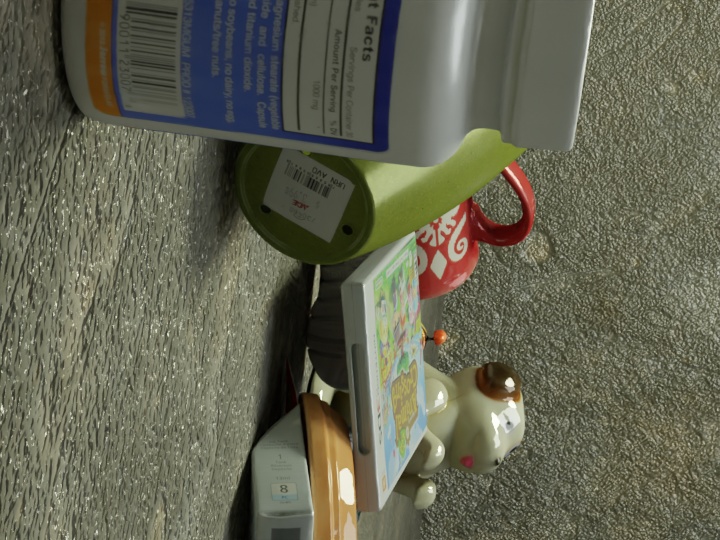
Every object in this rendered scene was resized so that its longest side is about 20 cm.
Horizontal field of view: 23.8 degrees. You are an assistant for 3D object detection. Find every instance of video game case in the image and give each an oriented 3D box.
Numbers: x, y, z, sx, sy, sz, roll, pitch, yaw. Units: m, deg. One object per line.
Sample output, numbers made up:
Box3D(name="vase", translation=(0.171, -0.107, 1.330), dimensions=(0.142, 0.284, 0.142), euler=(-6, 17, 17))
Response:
Box3D(name="video game case", translation=(0.023, 0.075, 1.386), dimensions=(0.200, 0.022, 0.183), euler=(-46, 134, -72))

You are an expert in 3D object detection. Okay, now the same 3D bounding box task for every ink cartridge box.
Box3D(name="ink cartridge box", translation=(-0.069, 0.187, 1.331), dimensions=(0.200, 0.047, 0.161), euler=(-104, -166, -57))

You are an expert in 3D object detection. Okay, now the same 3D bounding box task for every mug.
Box3D(name="mug", translation=(0.066, -0.095, 1.630), dimensions=(0.134, 0.177, 0.201), euler=(-119, -162, -44))

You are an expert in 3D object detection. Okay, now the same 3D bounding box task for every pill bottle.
Box3D(name="pill bottle", translation=(-0.009, -0.102, 0.681), dimensions=(0.112, 0.199, 0.113), euler=(8, 90, -85))

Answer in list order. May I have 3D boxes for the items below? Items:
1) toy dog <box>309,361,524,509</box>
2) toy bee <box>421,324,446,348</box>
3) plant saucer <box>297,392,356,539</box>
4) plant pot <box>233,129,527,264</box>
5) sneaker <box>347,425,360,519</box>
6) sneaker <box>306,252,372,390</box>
Box3D(name="toy dog", translation=(0.058, 0.140, 1.639), dimensions=(0.194, 0.199, 0.140), euler=(-73, 169, -57))
Box3D(name="toy bee", translation=(0.031, 0.088, 1.770), dimensions=(0.131, 0.108, 0.201), euler=(-67, 163, -63))
Box3D(name="plant saucer", translation=(-0.028, 0.196, 1.343), dimensions=(0.200, 0.037, 0.201), euler=(178, -90, -84))
Box3D(name="plant pot", translation=(0.005, -0.095, 1.075), dimensions=(0.200, 0.186, 0.188), euler=(-52, 152, -49))
Box3D(name="sneaker", translation=(-0.027, 0.210, 1.533), dimensions=(0.200, 0.073, 0.082), euler=(89, 12, -50))
Box3D(name="sneaker", translation=(0.000, 0.000, 1.497), dimensions=(0.112, 0.077, 0.201), euler=(-69, 166, -62))
